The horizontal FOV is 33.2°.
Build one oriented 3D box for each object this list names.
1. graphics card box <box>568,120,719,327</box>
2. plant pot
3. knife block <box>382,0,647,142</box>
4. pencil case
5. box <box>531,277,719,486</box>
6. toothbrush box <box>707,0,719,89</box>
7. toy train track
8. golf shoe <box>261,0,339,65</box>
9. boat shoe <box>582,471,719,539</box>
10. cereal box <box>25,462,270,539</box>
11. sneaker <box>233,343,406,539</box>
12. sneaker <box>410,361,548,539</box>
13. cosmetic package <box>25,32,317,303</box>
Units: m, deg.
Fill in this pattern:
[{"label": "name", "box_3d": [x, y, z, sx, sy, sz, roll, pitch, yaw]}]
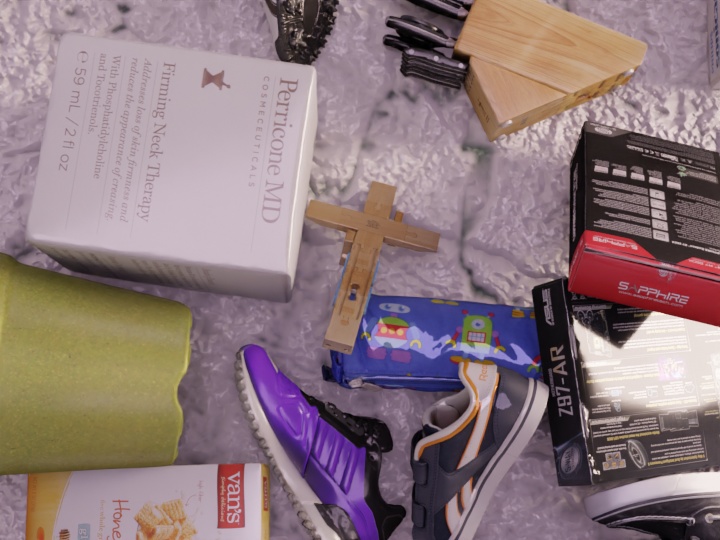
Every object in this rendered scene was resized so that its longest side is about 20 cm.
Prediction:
[{"label": "graphics card box", "box_3d": [0.233, -0.043, 0.976, 0.125, 0.051, 0.200, 13, 37, 1]}, {"label": "plant pot", "box_3d": [-0.231, 0.082, 0.953, 0.183, 0.200, 0.202, 7, 81, -12]}, {"label": "knife block", "box_3d": [0.124, -0.213, 1.054, 0.199, 0.064, 0.176, -23, 83, -4]}, {"label": "pencil case", "box_3d": [0.068, 0.065, 1.002, 0.199, 0.078, 0.087, 4, 57, 0]}, {"label": "box", "box_3d": [0.241, 0.083, 0.979, 0.199, 0.043, 0.161, -3, 81, -28]}, {"label": "toothbrush box", "box_3d": [0.412, -0.237, 1.053, 0.199, 0.086, 0.147, 1, 81, 1]}, {"label": "toy train track", "box_3d": [0.000, 0.000, 0.992, 0.114, 0.033, 0.201, 15, 42, 1]}, {"label": "golf shoe", "box_3d": [-0.076, -0.278, 1.065, 0.094, 0.078, 0.201, 3, 100, 39]}, {"label": "boat shoe", "box_3d": [0.276, 0.202, 0.975, 0.199, 0.072, 0.068, 2, 69, -19]}, {"label": "cereal box", "box_3d": [-0.171, 0.231, 0.975, 0.199, 0.040, 0.145, -4, 76, 9]}, {"label": "sneaker", "box_3d": [-0.029, 0.140, 1.000, 0.099, 0.070, 0.201, -28, 87, -12]}, {"label": "sneaker", "box_3d": [0.071, 0.159, 0.965, 0.079, 0.078, 0.201, 24, 108, -4]}, {"label": "cosmetic package", "box_3d": [-0.142, -0.077, 0.978, 0.199, 0.166, 0.169, 7, 81, -1]}]
